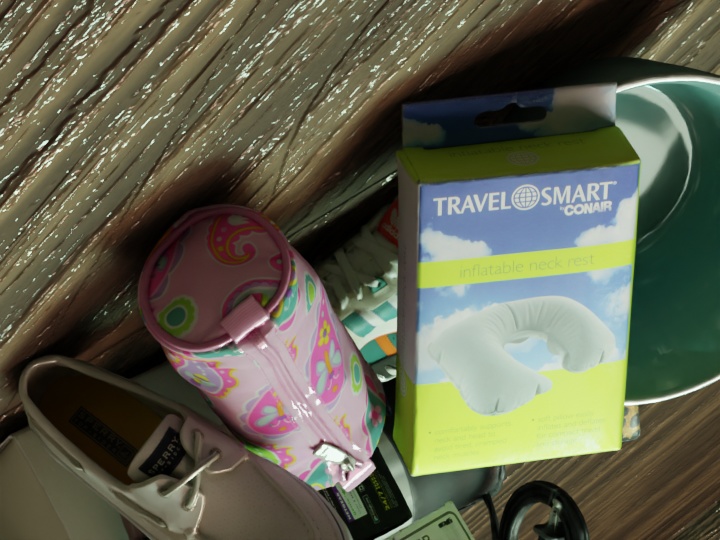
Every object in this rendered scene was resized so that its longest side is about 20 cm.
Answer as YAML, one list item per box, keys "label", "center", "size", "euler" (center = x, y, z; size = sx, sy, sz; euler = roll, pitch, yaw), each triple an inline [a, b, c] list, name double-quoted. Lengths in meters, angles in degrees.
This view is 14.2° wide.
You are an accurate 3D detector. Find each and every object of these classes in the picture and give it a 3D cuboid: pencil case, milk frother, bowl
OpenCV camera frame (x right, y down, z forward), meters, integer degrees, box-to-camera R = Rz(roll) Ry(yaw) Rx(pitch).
- label: "pencil case"
  center: [-0.045, 0.044, 1.467]
  size: [0.087, 0.087, 0.200]
  euler: [-33, 148, -2]
- label: "milk frother"
  center: [0.023, 0.170, 1.909]
  size: [0.188, 0.181, 0.200]
  euler: [-27, -163, -28]
- label: "bowl"
  center: [0.145, -0.037, 1.584]
  size: [0.201, 0.201, 0.105]
  euler: [-34, -150, 5]

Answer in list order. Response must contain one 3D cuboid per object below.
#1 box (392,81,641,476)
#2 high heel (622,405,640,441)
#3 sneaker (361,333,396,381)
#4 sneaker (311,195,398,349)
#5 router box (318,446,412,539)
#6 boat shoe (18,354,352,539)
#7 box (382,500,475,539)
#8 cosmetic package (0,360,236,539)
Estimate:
- label: "box"
  center: [0.080, 0.006, 1.502]
  size: [0.122, 0.048, 0.200]
  euler: [-7, 120, -12]
- label: "high heel"
  center: [0.169, 0.009, 1.809]
  size: [0.200, 0.143, 0.071]
  euler: [-49, -159, 10]
- label: "sneaker"
  center: [0.046, 0.031, 1.753]
  size: [0.071, 0.080, 0.200]
  euler: [-22, 164, -47]
- label: "sneaker"
  center: [0.001, 0.000, 1.609]
  size: [0.200, 0.070, 0.093]
  euler: [-21, 144, -33]
- label: "router box"
  center: [-0.088, 0.174, 1.611]
  size: [0.200, 0.051, 0.149]
  euler: [-31, 174, 28]
- label: "boat shoe"
  center: [-0.092, 0.102, 1.464]
  size: [0.071, 0.200, 0.070]
  euler: [-53, 159, -10]
- label: "box"
  center: [-0.026, 0.208, 1.634]
  size: [0.117, 0.060, 0.200]
  euler: [-26, 173, -42]
- label: "cosmetic package"
  center: [-0.109, 0.105, 1.635]
  size: [0.200, 0.087, 0.103]
  euler: [-25, 170, -30]
